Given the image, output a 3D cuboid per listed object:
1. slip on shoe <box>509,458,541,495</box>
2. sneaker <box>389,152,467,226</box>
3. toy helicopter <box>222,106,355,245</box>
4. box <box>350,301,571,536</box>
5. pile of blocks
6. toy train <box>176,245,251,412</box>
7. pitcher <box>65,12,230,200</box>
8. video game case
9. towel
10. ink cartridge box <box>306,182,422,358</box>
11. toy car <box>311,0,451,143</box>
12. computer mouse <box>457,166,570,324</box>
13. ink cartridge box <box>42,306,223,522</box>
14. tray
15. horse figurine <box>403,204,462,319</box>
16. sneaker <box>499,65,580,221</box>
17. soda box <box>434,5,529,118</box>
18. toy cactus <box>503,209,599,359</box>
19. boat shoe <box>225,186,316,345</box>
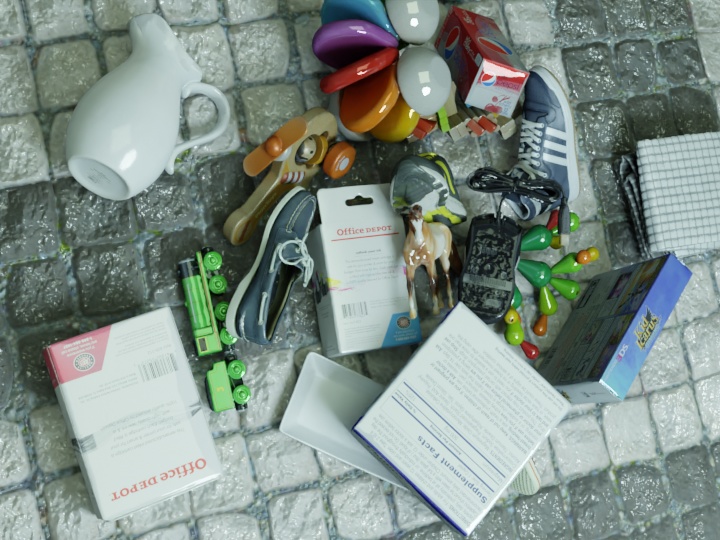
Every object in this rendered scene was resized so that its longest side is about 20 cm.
[{"bbox_3d":[0.184,0.193,1.376,0.061,0.074,0.203,-25,88,-34],"label":"slip on shoe"},{"bbox_3d":[0.077,-0.112,1.347,0.073,0.200,0.086,-18,71,13],"label":"sneaker"},{"bbox_3d":[-0.100,-0.116,1.302,0.079,0.132,0.201,38,86,21],"label":"toy helicopter"},{"bbox_3d":[0.116,0.177,1.278,0.184,0.105,0.200,42,79,3],"label":"box"},{"bbox_3d":[0.139,-0.210,1.412,0.196,0.083,0.062,-8,40,-22],"label":"pile of blocks"},{"bbox_3d":[-0.176,0.073,1.279,0.055,0.042,0.204,-13,85,-11],"label":"toy train"},{"bbox_3d":[-0.246,-0.173,1.263,0.171,0.120,0.203,37,58,-27],"label":"pitcher"},{"bbox_3d":[0.320,0.082,1.383,0.045,0.181,0.201,38,70,-10],"label":"video game case"},{"bbox_3d":[0.466,-0.105,1.527,0.196,0.085,0.169,-10,85,-23],"label":"towel"},{"bbox_3d":[0.000,0.000,1.340,0.113,0.068,0.204,-6,83,-22],"label":"ink cartridge box"},{"bbox_3d":[0.006,-0.261,1.315,0.148,0.173,0.204,2,76,-46],"label":"toy car"},{"bbox_3d":[0.197,-0.026,1.370,0.137,0.046,0.204,5,80,4],"label":"computer mouse"},{"bbox_3d":[-0.258,0.162,1.207,0.144,0.083,0.204,-18,86,-22],"label":"ink cartridge box"},{"bbox_3d":[0.001,0.190,1.331,0.197,0.022,0.109,27,73,-14],"label":"tray"},{"bbox_3d":[0.090,-0.015,1.341,0.049,0.199,0.135,-6,91,22],"label":"horse figurine"},{"bbox_3d":[0.228,-0.162,1.423,0.107,0.070,0.203,-28,120,-19],"label":"sneaker"},{"bbox_3d":[0.155,-0.274,1.384,0.069,0.201,0.064,13,120,-17],"label":"soda box"},{"bbox_3d":[0.217,-0.002,1.413,0.163,0.102,0.203,28,89,1],"label":"toy cactus"},{"bbox_3d":[-0.092,-0.006,1.266,0.061,0.075,0.202,14,65,26],"label":"boat shoe"}]
